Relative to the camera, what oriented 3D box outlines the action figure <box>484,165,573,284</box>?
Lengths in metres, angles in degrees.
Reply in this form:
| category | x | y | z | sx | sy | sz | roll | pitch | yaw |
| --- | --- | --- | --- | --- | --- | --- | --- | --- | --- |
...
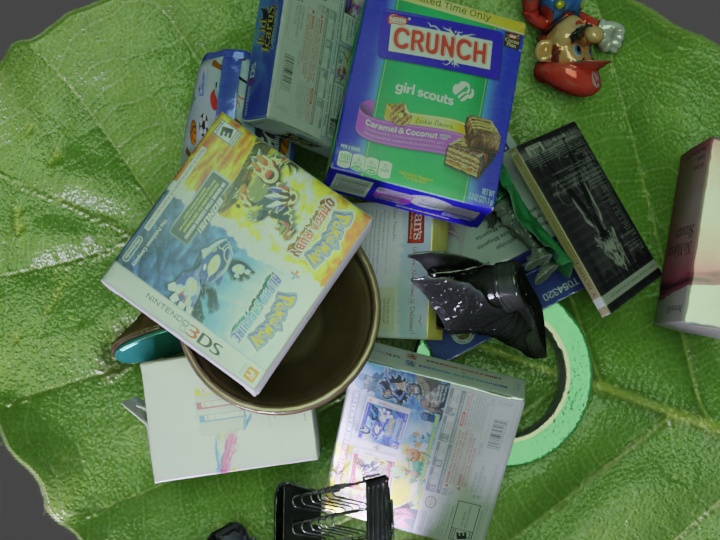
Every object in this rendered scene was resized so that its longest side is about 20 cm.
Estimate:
| category | x | y | z | sx | sy | sz | roll | pitch | yaw |
| --- | --- | --- | --- | --- | --- | --- | --- | --- | --- |
| action figure | 0.144 | -0.079 | 1.322 | 0.054 | 0.118 | 0.201 | -33 | 60 | 5 |

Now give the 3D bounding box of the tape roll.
| category | x | y | z | sx | sy | sz | roll | pitch | yaw |
| --- | --- | --- | --- | --- | --- | --- | --- | --- | --- |
| tape roll | 0.156 | 0.114 | 1.390 | 0.197 | 0.048 | 0.204 | 0 | 86 | 0 |

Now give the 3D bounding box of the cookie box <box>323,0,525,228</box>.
| category | x | y | z | sx | sy | sz | roll | pitch | yaw |
| --- | --- | --- | --- | --- | --- | --- | --- | --- | --- |
| cookie box | 0.064 | -0.165 | 1.252 | 0.169 | 0.075 | 0.203 | 13 | 75 | -7 |

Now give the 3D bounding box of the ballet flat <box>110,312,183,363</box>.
| category | x | y | z | sx | sy | sz | roll | pitch | yaw |
| --- | --- | --- | --- | --- | --- | --- | --- | --- | --- |
| ballet flat | -0.181 | 0.044 | 1.381 | 0.197 | 0.068 | 0.073 | -16 | 62 | 8 |

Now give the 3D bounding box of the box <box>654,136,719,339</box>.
| category | x | y | z | sx | sy | sz | roll | pitch | yaw |
| --- | --- | --- | --- | --- | --- | --- | --- | --- | --- |
| box | 0.399 | -0.030 | 1.363 | 0.107 | 0.128 | 0.203 | 10 | 86 | 0 |

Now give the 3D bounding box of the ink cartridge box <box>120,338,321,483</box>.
| category | x | y | z | sx | sy | sz | roll | pitch | yaw |
| --- | --- | --- | --- | --- | --- | --- | --- | --- | --- |
| ink cartridge box | -0.148 | 0.149 | 1.342 | 0.197 | 0.129 | 0.127 | -8 | 86 | -1 |

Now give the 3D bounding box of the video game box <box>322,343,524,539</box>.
| category | x | y | z | sx | sy | sz | roll | pitch | yaw |
| --- | --- | --- | --- | --- | --- | --- | --- | --- | --- |
| video game box | 0.064 | 0.187 | 1.328 | 0.180 | 0.047 | 0.202 | 13 | 117 | 1 |

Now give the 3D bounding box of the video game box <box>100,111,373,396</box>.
| category | x | y | z | sx | sy | sz | roll | pitch | yaw |
| --- | --- | --- | --- | --- | --- | --- | --- | --- | --- |
| video game box | -0.115 | -0.016 | 1.185 | 0.181 | 0.047 | 0.201 | 34 | 82 | 3 |

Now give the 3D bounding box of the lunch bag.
| category | x | y | z | sx | sy | sz | roll | pitch | yaw |
| --- | --- | --- | --- | --- | --- | --- | --- | --- | --- |
| lunch bag | -0.130 | -0.130 | 1.326 | 0.122 | 0.200 | 0.173 | 6 | 85 | 0 |

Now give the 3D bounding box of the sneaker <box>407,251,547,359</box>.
| category | x | y | z | sx | sy | sz | roll | pitch | yaw |
| --- | --- | --- | --- | --- | --- | --- | --- | --- | --- |
| sneaker | 0.124 | 0.038 | 1.281 | 0.103 | 0.200 | 0.061 | -10 | 58 | 16 |

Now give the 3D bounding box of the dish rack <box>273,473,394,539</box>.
| category | x | y | z | sx | sy | sz | roll | pitch | yaw |
| --- | --- | --- | --- | --- | --- | --- | --- | --- | --- |
| dish rack | -0.026 | 0.281 | 1.252 | 0.054 | 0.200 | 0.156 | 6 | 72 | -26 |

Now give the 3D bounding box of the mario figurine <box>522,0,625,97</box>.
| category | x | y | z | sx | sy | sz | roll | pitch | yaw |
| --- | --- | --- | --- | --- | --- | --- | --- | --- | --- |
| mario figurine | 0.235 | -0.293 | 1.391 | 0.122 | 0.106 | 0.203 | -14 | 85 | -4 |

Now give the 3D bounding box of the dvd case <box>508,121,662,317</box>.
| category | x | y | z | sx | sy | sz | roll | pitch | yaw |
| --- | --- | --- | --- | --- | --- | --- | --- | --- | --- |
| dvd case | 0.247 | -0.060 | 1.367 | 0.016 | 0.148 | 0.202 | -32 | 86 | 38 |

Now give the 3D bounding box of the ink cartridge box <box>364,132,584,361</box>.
| category | x | y | z | sx | sy | sz | roll | pitch | yaw |
| --- | --- | --- | --- | --- | --- | --- | --- | --- | --- |
| ink cartridge box | 0.122 | -0.030 | 1.370 | 0.195 | 0.043 | 0.201 | -28 | 66 | -4 |

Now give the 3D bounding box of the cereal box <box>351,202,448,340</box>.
| category | x | y | z | sx | sy | sz | roll | pitch | yaw |
| --- | --- | --- | --- | --- | --- | --- | --- | --- | --- |
| cereal box | 0.000 | 0.000 | 1.350 | 0.198 | 0.039 | 0.146 | 1 | 85 | 33 |

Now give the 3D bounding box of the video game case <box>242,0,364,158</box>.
| category | x | y | z | sx | sy | sz | roll | pitch | yaw |
| --- | --- | --- | --- | --- | --- | --- | --- | --- | --- |
| video game case | -0.032 | -0.223 | 1.294 | 0.045 | 0.180 | 0.203 | -2 | 75 | 43 |

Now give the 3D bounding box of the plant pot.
| category | x | y | z | sx | sy | sz | roll | pitch | yaw |
| --- | --- | --- | --- | --- | --- | --- | --- | --- | --- |
| plant pot | -0.078 | 0.045 | 1.244 | 0.198 | 0.093 | 0.204 | 0 | 78 | 1 |

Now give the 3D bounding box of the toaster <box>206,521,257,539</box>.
| category | x | y | z | sx | sy | sz | roll | pitch | yaw |
| --- | --- | --- | --- | --- | --- | --- | --- | --- | --- |
| toaster | -0.181 | 0.369 | 1.335 | 0.198 | 0.114 | 0.130 | -27 | 89 | -4 |
